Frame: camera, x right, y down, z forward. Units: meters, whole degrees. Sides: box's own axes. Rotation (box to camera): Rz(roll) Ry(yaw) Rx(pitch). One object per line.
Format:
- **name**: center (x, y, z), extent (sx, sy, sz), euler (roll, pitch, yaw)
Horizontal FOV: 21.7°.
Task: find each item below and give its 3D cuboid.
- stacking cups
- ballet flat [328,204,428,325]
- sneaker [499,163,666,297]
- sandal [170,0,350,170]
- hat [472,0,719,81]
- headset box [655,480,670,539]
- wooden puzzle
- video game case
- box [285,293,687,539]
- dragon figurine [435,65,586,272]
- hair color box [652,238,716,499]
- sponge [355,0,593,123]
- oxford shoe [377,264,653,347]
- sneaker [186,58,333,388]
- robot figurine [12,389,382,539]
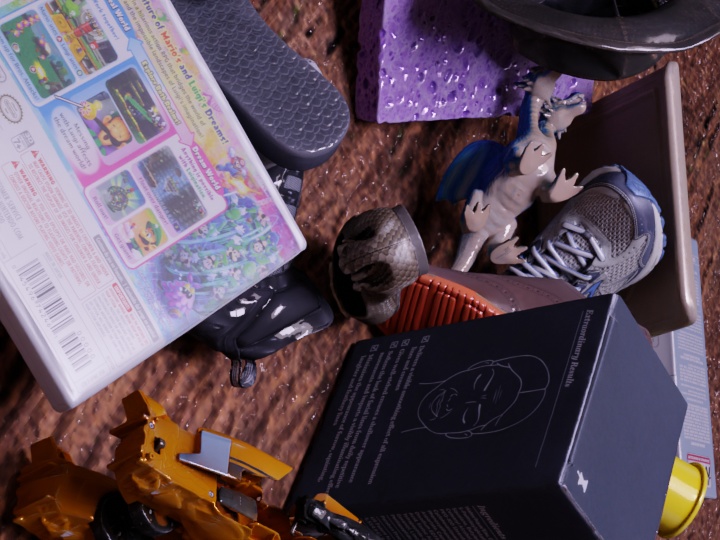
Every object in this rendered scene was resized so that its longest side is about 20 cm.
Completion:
- **stacking cups**: center (0.145, 0.116, 1.314), extent (0.199, 0.061, 0.061), euler (30, 52, -12)
- **ballet flat**: center (0.000, 0.000, 1.131), extent (0.046, 0.200, 0.068), euler (-23, 88, -10)
- **sneaker**: center (0.137, 0.007, 1.290), extent (0.077, 0.200, 0.085), euler (46, 51, 11)
- **sandal**: center (-0.089, -0.133, 1.076), extent (0.076, 0.043, 0.200), euler (-33, 79, -30)
- **hat**: center (0.153, -0.179, 1.266), extent (0.081, 0.199, 0.201), euler (100, 15, -45)
- **headset box**: center (0.125, 0.212, 1.225), extent (0.077, 0.149, 0.201), euler (26, 52, -3)
- **wooden puzzle**: center (0.186, -0.035, 1.364), extent (0.037, 0.200, 0.186), euler (4, 75, -24)
- **video game case**: center (-0.139, -0.056, 0.984), extent (0.182, 0.024, 0.201), euler (-35, 99, -39)
- **box**: center (0.079, 0.115, 1.152), extent (0.107, 0.199, 0.149), euler (53, 43, -31)
- **dragon figurine**: center (0.092, -0.052, 1.288), extent (0.059, 0.200, 0.099), euler (35, 8, -18)
- **hair color box**: center (0.207, 0.076, 1.430), extent (0.061, 0.099, 0.201), euler (18, 67, -53)
- **sponge**: center (0.085, -0.162, 1.308), extent (0.199, 0.030, 0.112), euler (-6, 107, -37)
- **oxford shoe**: center (0.096, 0.035, 1.236), extent (0.073, 0.199, 0.071), euler (-60, 170, -50)
- **sneaker**: center (-0.058, -0.026, 1.114), extent (0.114, 0.075, 0.201), euler (53, 48, -33)
- **robot figurine**: center (-0.074, 0.136, 0.990), extent (0.200, 0.145, 0.059), euler (34, 43, -39)
